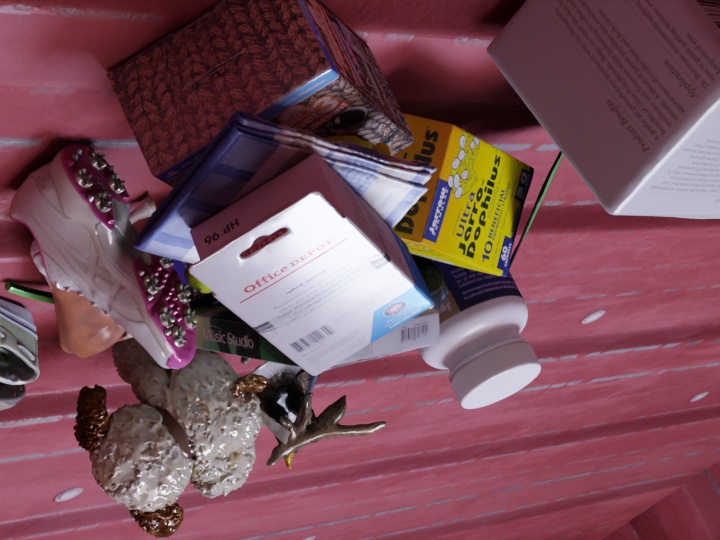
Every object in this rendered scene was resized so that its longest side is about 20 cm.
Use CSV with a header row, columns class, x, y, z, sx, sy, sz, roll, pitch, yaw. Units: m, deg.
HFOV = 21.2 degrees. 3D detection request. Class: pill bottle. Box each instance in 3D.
class,x,y,z,sx,sy,sz,roll,pitch,yaw
pill bottle,0.100,0.032,1.955,0.120,0.200,0.120,-23,159,-9

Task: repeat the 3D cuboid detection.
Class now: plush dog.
class,x,y,z,sx,sy,sz,roll,pitch,yaw
plush dog,-0.183,0.160,1.855,0.172,0.200,0.160,-41,-164,-29

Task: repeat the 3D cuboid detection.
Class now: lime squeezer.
class,x,y,z,sx,sy,sz,roll,pitch,yaw
lime squeezer,-0.231,0.018,1.762,0.200,0.038,0.071,-14,157,-27

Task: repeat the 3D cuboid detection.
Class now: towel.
class,x,y,z,sx,sy,sz,roll,pitch,yaw
towel,-0.055,-0.049,1.450,0.200,0.024,0.147,12,131,-41

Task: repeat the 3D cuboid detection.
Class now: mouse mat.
class,x,y,z,sx,sy,sz,roll,pitch,yaw
mouse mat,0.187,-0.104,1.820,0.200,0.008,0.161,-62,174,-27

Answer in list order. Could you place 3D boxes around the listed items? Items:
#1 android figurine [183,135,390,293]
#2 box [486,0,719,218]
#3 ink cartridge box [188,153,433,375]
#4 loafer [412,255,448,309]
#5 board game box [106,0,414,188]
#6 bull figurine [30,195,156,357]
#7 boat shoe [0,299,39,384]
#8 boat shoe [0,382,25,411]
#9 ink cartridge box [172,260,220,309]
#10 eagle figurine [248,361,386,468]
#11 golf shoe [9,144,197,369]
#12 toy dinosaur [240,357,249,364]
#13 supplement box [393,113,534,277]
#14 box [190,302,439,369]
class,x,y,z,sx,sy,sz,roll,pitch,yaw
android figurine,-0.054,-0.045,1.536,0.182,0.041,0.200,-4,152,-45
box,0.260,-0.169,1.630,0.200,0.199,0.171,1,138,-50
ink cartridge box,-0.043,-0.010,1.428,0.116,0.068,0.200,-31,145,10
loafer,0.025,0.019,1.885,0.068,0.070,0.201,-33,-157,-24
board game box,-0.073,-0.127,1.509,0.159,0.097,0.200,-31,160,12
bull figurine,-0.226,0.002,1.673,0.121,0.065,0.200,-22,151,-18
boat shoe,-0.341,0.055,1.687,0.072,0.062,0.200,-33,158,18
boat shoe,-0.393,0.114,1.756,0.072,0.076,0.200,-33,157,25
ink cartridge box,-0.092,-0.023,1.785,0.198,0.043,0.200,-29,161,-19
eagle figurine,-0.084,0.134,2.024,0.152,0.200,0.151,22,106,-25
golf shoe,-0.206,-0.002,1.552,0.091,0.200,0.075,-26,-171,23
toy dinosaur,-0.049,0.041,2.038,0.200,0.058,0.101,-21,176,9
supplement box,0.062,-0.070,1.732,0.109,0.109,0.200,14,178,27
box,-0.049,0.051,1.724,0.144,0.036,0.200,-10,-169,-43
